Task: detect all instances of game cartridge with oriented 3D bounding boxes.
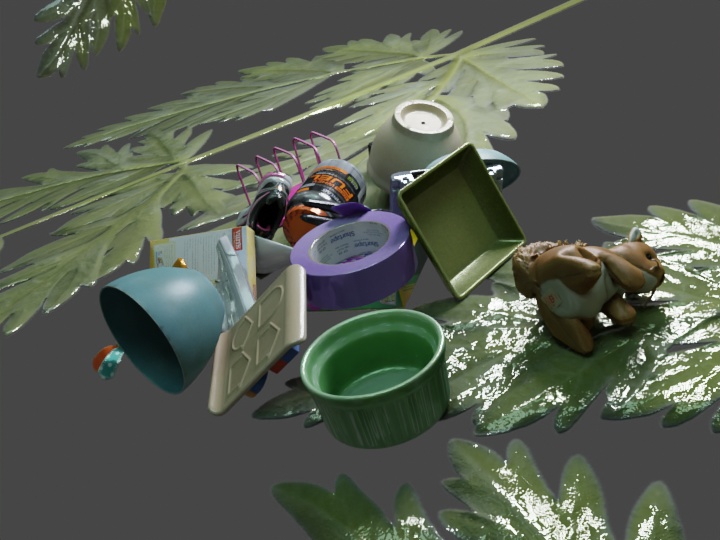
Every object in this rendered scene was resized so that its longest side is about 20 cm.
[{"bbox_3d":[0.148,-0.119,1.578,0.198,0.134,0.042,-6,45,-8],"label":"game cartridge"}]

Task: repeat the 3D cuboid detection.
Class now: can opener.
[{"bbox_3d":[-0.018,-0.095,1.631,0.199,0.064,0.078,16,-16,-24],"label":"can opener"}]

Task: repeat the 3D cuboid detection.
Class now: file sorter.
[{"bbox_3d":[-0.146,-0.201,1.917,0.199,0.126,0.139,-27,29,-19],"label":"file sorter"}]

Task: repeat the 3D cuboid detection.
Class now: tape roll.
[{"bbox_3d":[-0.010,-0.020,1.448,0.198,0.066,0.201,-13,30,7],"label":"tape roll"}]

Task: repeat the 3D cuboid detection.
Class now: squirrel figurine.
[{"bbox_3d":[0.326,-0.001,1.277,0.186,0.143,0.200,-24,30,-28],"label":"squirrel figurine"}]

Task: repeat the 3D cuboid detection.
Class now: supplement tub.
[{"bbox_3d":[-0.071,-0.123,1.735,0.122,0.123,0.200,-4,30,22],"label":"supplement tub"}]

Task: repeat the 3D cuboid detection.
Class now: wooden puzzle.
[{"bbox_3d":[-0.146,0.109,1.355,0.200,0.046,0.186,-41,30,24],"label":"wooden puzzle"}]

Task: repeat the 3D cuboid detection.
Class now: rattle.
[{"bbox_3d":[-0.373,0.085,1.511,0.198,0.144,0.131,-13,44,-6],"label":"rattle"}]

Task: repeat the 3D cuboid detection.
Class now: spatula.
[{"bbox_3d":[0.023,-0.100,1.575,0.056,0.021,0.199,-11,-6,31],"label":"spatula"}]

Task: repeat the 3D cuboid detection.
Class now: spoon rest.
[{"bbox_3d":[-0.158,-0.020,1.639,0.199,0.100,0.061,23,60,38],"label":"spoon rest"}]

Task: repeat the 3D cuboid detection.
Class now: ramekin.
[{"bbox_3d":[0.026,0.147,1.206,0.198,0.098,0.200,-13,28,7],"label":"ramekin"}]

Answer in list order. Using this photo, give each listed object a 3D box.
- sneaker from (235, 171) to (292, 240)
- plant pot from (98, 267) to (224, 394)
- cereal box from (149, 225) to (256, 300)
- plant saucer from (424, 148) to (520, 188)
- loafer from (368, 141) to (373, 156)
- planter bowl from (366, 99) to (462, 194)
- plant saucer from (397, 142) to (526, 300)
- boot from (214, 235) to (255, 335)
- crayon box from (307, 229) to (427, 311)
[{"bbox_3d":[-0.189,-0.088,1.678,0.080,0.201,0.087,15,37,-11],"label":"sneaker"},{"bbox_3d":[-0.293,0.073,1.406,0.199,0.201,0.135,13,42,44],"label":"plant pot"},{"bbox_3d":[-0.285,0.005,1.616,0.198,0.145,0.040,-7,-15,16],"label":"cereal box"},{"bbox_3d":[0.192,-0.177,1.640,0.198,0.036,0.200,-9,-16,-3],"label":"plant saucer"},{"bbox_3d":[0.074,-0.228,1.914,0.070,0.069,0.201,-16,32,-17],"label":"loafer"},{"bbox_3d":[0.118,-0.252,1.777,0.198,0.135,0.201,5,42,-4],"label":"planter bowl"},{"bbox_3d":[0.158,-0.080,1.476,0.200,0.201,0.048,-37,10,-34],"label":"plant saucer"},{"bbox_3d":[-0.234,0.037,1.514,0.095,0.074,0.201,-22,60,-4],"label":"boot"},{"bbox_3d":[0.000,0.000,1.537,0.198,0.059,0.173,-3,32,23],"label":"crayon box"}]
